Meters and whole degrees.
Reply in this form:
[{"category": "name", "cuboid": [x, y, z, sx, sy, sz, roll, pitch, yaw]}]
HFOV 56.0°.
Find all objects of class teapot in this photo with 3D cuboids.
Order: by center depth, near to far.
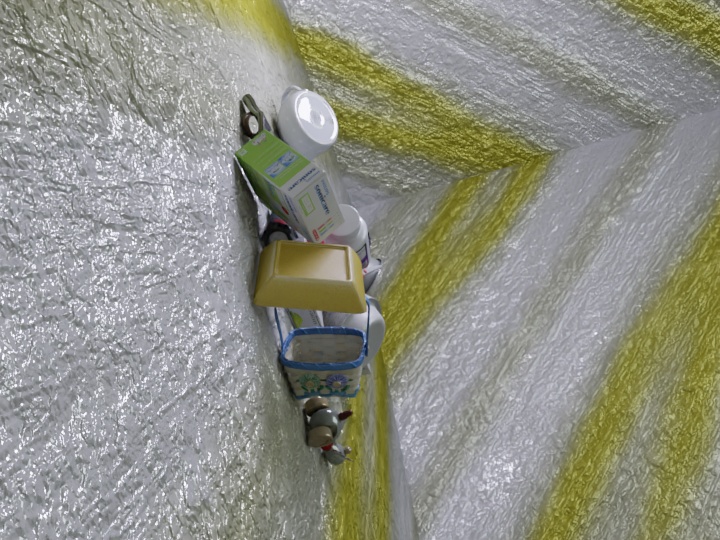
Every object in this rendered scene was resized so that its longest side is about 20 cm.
[{"category": "teapot", "cuboid": [-0.173, -0.418, 1.972, 0.197, 0.146, 0.200, 46, 46, -22]}]

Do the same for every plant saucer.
[{"category": "plant saucer", "cuboid": [-0.088, 0.000, 1.236, 0.200, 0.199, 0.049, -97, -166, -61]}]

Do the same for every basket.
[{"category": "basket", "cuboid": [-0.064, 0.139, 1.272, 0.139, 0.175, 0.201, -82, 169, -69]}]

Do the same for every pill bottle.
[{"category": "pill bottle", "cuboid": [-0.035, -0.073, 1.626, 0.200, 0.111, 0.112, 81, -3, -65]}]

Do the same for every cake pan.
[{"category": "cake pan", "cuboid": [-0.021, 0.039, 1.772, 0.037, 0.200, 0.200, 38, 16, -14]}]

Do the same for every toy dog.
[{"category": "toy dog", "cuboid": [-0.047, 0.325, 1.374, 0.200, 0.096, 0.133, 63, 13, -70]}]

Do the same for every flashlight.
[{"category": "flashlight", "cuboid": [-0.167, -0.091, 1.443, 0.200, 0.068, 0.068, -94, -165, -71]}]

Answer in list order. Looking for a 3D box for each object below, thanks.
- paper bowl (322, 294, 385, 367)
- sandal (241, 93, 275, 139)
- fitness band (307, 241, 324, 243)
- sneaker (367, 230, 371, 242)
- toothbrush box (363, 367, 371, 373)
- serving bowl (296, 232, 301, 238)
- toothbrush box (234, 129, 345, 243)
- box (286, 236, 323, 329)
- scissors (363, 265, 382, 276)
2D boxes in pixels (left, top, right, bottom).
[{"category": "paper bowl", "cuboid": [-0.017, 0.153, 1.603, 0.201, 0.104, 0.201, -41, 143, -40]}, {"category": "sandal", "cuboid": [-0.231, -0.317, 1.485, 0.201, 0.057, 0.080, 59, -4, 48]}, {"category": "fitness band", "cuboid": [-0.099, -0.046, 1.574, 0.144, 0.037, 0.201, -126, -164, -72]}, {"category": "sneaker", "cuboid": [-0.025, -0.086, 1.831, 0.071, 0.099, 0.200, 57, 2, -21]}, {"category": "toothbrush box", "cuboid": [-0.032, 0.193, 1.924, 0.146, 0.086, 0.201, 74, 3, -73]}, {"category": "serving bowl", "cuboid": [-0.102, -0.054, 1.814, 0.201, 0.066, 0.200, 60, 3, -5]}, {"category": "toothbrush box", "cuboid": [-0.137, -0.162, 1.321, 0.200, 0.086, 0.146, 37, -18, 34]}, {"category": "box", "cuboid": [-0.131, 0.034, 1.515, 0.201, 0.060, 0.117, -101, 174, -46]}, {"category": "scissors", "cuboid": [0.000, 0.000, 1.636, 0.073, 0.014, 0.200, 44, 31, 0]}]
